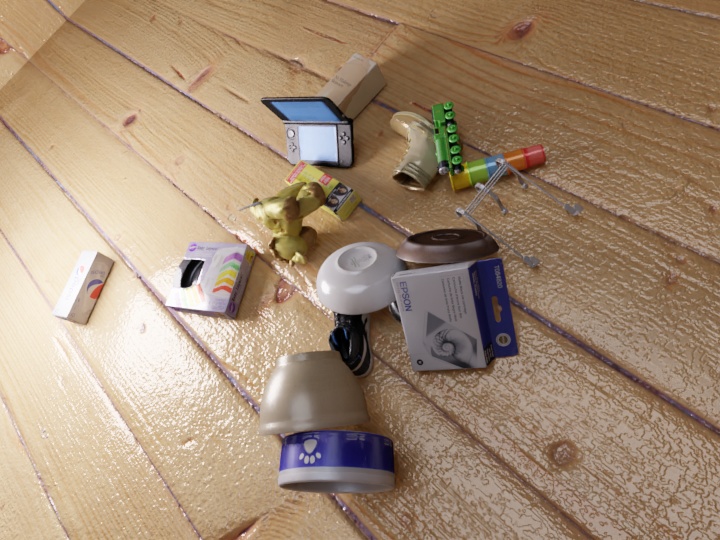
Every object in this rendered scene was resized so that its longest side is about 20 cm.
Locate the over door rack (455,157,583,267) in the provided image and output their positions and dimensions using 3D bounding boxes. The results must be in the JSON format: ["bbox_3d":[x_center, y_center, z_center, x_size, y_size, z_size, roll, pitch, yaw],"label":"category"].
[{"bbox_3d":[0.313,-0.114,1.051,0.200,0.067,0.148,38,89,20],"label":"over door rack"}]

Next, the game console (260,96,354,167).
[{"bbox_3d":[-0.129,-0.336,1.276,0.199,0.116,0.176,10,114,28],"label":"game console"}]

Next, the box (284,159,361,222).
[{"bbox_3d":[-0.094,-0.198,1.280,0.200,0.050,0.075,36,84,33],"label":"box"}]

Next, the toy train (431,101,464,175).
[{"bbox_3d":[0.187,-0.288,1.135,0.056,0.042,0.201,-9,59,14],"label":"toy train"}]

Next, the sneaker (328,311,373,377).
[{"bbox_3d":[-0.026,0.109,1.063,0.073,0.112,0.201,-21,59,12],"label":"sneaker"}]

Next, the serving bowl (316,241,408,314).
[{"bbox_3d":[0.000,0.000,1.085,0.199,0.066,0.200,-8,38,6],"label":"serving bowl"}]

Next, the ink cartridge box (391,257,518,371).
[{"bbox_3d":[0.173,0.086,0.955,0.199,0.041,0.200,-9,106,20],"label":"ink cartridge box"}]

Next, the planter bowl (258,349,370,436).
[{"bbox_3d":[-0.088,0.220,0.950,0.200,0.200,0.135,-12,74,19],"label":"planter bowl"}]

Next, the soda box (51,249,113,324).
[{"bbox_3d":[-0.771,0.045,1.456,0.068,0.063,0.201,4,67,27],"label":"soda box"}]

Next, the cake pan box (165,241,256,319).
[{"bbox_3d":[-0.373,0.020,1.300,0.199,0.052,0.185,5,66,26],"label":"cake pan box"}]

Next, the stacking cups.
[{"bbox_3d":[0.292,-0.221,1.123,0.199,0.061,0.061,-13,61,12],"label":"stacking cups"}]

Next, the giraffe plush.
[{"bbox_3d":[-0.161,-0.097,1.204,0.199,0.163,0.173,-19,21,-4],"label":"giraffe plush"}]

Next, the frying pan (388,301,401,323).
[{"bbox_3d":[0.086,0.038,1.100,0.190,0.031,0.115,38,83,30],"label":"frying pan"}]

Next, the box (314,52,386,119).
[{"bbox_3d":[-0.037,-0.459,1.367,0.095,0.078,0.200,38,85,33],"label":"box"}]

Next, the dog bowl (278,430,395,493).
[{"bbox_3d":[-0.040,0.336,0.905,0.199,0.200,0.079,-10,60,19],"label":"dog bowl"}]

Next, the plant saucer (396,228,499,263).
[{"bbox_3d":[0.168,-0.053,1.019,0.200,0.200,0.032,2,107,25],"label":"plant saucer"}]

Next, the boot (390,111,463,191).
[{"bbox_3d":[0.115,-0.277,1.211,0.200,0.073,0.156,35,79,27],"label":"boot"}]
